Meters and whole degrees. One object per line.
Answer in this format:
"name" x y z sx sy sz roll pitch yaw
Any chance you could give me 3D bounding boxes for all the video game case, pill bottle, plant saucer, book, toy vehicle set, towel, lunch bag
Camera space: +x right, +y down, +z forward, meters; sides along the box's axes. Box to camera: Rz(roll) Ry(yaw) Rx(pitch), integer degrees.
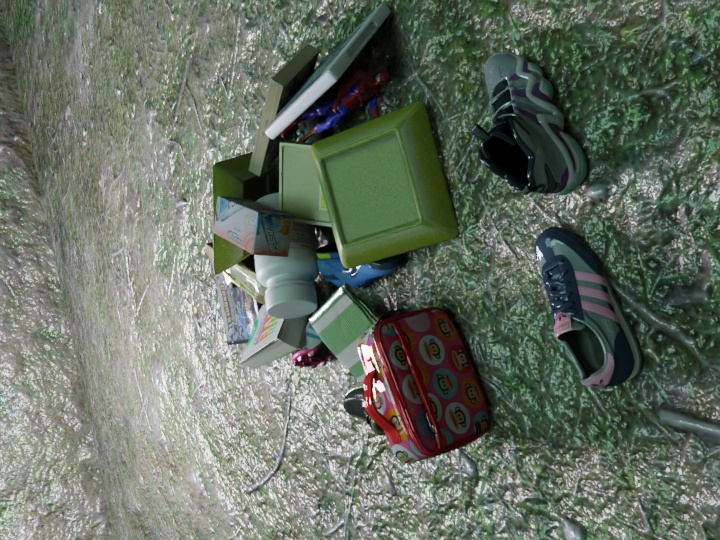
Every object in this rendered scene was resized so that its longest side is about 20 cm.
"video game case" -0.053 -0.302 1.082 0.023 0.183 0.199 42 145 -16
"pill bottle" -0.130 -0.025 1.246 0.114 0.113 0.202 -38 54 50
"plant saucer" 0.022 -0.119 1.032 0.198 0.048 0.202 -16 90 28
"book" -0.158 0.103 1.352 0.200 0.048 0.135 -33 35 55
"toy vehicle set" -0.035 -0.131 1.114 0.197 0.026 0.126 10 109 18
"video game case" -0.262 0.058 1.547 0.180 0.025 0.203 -13 87 53
"plant saucer" -0.217 -0.111 1.342 0.047 0.200 0.203 6 107 11
"towel" 0.012 0.124 1.132 0.200 0.023 0.153 46 141 0
"lunch bag" 0.078 0.160 0.992 0.082 0.175 0.202 -39 68 49

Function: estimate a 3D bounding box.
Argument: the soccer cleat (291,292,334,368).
"soccer cleat" -0.067 0.109 1.278 0.200 0.069 0.087 -45 43 48

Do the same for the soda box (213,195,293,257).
"soda box" -0.180 -0.075 1.164 0.199 0.063 0.069 23 106 58

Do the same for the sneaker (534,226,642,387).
"sneaker" 0.247 0.039 0.817 0.070 0.081 0.202 -48 60 47

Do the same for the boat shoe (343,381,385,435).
"boat shoe" 0.038 0.226 1.124 0.199 0.066 0.072 -3 125 44

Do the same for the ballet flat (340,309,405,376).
"ballet flat" 0.012 0.123 1.179 0.200 0.046 0.068 -43 65 48

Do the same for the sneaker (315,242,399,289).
"sneaker" 0.000 0.000 1.161 0.199 0.065 0.079 6 115 53

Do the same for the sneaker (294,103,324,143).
"sneaker" -0.078 -0.188 1.216 0.075 0.080 0.203 115 159 -79

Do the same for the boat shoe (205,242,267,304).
"boat shoe" -0.250 0.006 1.440 0.199 0.073 0.070 30 109 33

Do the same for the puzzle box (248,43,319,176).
"puzzle box" -0.131 -0.270 1.203 0.025 0.134 0.201 29 139 3

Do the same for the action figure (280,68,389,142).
"action figure" -0.034 -0.237 1.094 0.199 0.065 0.100 -31 40 26

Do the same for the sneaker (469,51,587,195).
"sneaker" 0.170 -0.175 0.823 0.078 0.139 0.202 -50 59 46
